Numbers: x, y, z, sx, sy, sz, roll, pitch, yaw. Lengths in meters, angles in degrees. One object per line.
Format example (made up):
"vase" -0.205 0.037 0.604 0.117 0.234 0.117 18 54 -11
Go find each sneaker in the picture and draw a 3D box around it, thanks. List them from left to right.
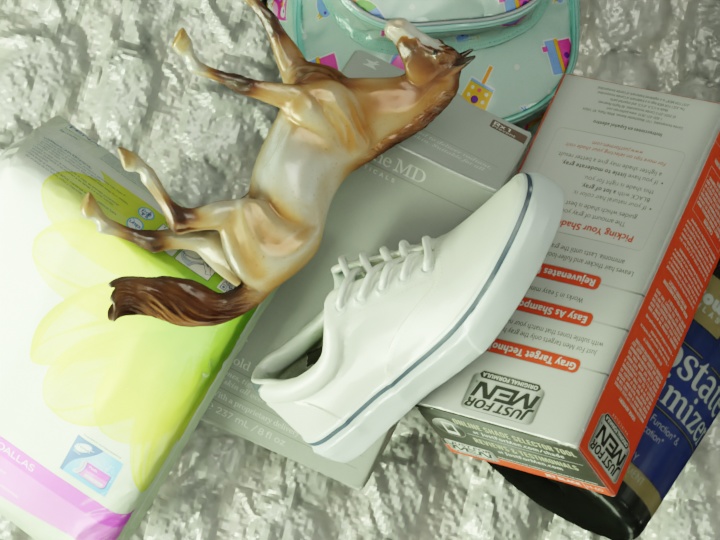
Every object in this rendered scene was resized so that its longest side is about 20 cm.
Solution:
"sneaker" 0.019 0.018 1.430 0.071 0.200 0.073 32 31 -18

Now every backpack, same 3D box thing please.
"backpack" 0.035 -0.158 1.581 0.175 0.153 0.200 -7 85 -10

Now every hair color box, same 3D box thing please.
"hair color box" 0.116 0.005 1.485 0.101 0.061 0.200 14 68 32

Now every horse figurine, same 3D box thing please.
"horse figurine" -0.049 -0.050 1.415 0.132 0.050 0.200 29 87 -11

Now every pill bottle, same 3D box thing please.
"pill bottle" 0.152 0.034 1.559 0.112 0.112 0.200 33 77 4

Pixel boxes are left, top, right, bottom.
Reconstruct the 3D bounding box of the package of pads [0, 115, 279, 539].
"package of pads" -0.151 0.038 1.508 0.154 0.068 0.200 35 120 6

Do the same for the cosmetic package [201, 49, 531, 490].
"cosmetic package" 0.000 0.000 1.519 0.107 0.200 0.090 24 31 4
